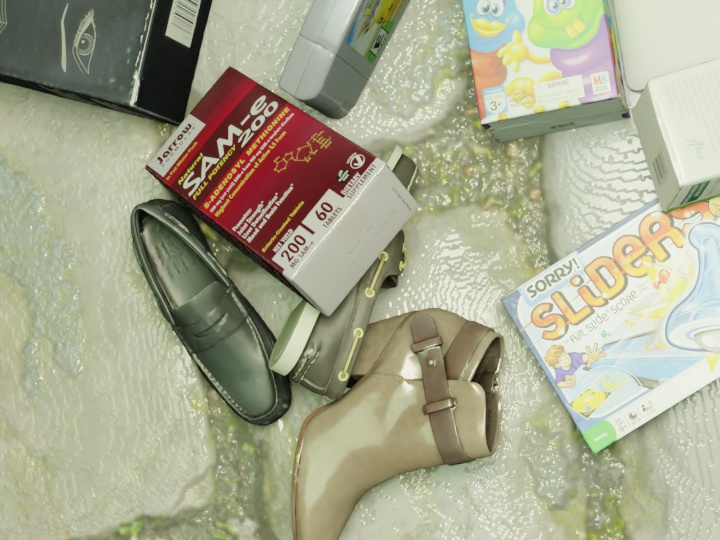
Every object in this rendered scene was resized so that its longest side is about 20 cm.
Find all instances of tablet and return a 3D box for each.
[{"bbox_3d":[0.240,-0.244,1.104,0.129,0.014,0.202,-11,86,31],"label":"tablet"}]

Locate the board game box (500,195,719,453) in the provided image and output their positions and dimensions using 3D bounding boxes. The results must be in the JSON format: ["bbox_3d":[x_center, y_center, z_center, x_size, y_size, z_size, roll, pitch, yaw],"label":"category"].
[{"bbox_3d":[0.222,0.025,1.103,0.199,0.034,0.136,-34,80,10],"label":"board game box"}]

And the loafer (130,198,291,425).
[{"bbox_3d":[-0.123,0.033,1.173,0.068,0.070,0.202,-34,80,11],"label":"loafer"}]

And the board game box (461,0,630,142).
[{"bbox_3d":[0.129,-0.208,1.105,0.104,0.103,0.202,-10,85,13],"label":"board game box"}]

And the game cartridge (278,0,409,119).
[{"bbox_3d":[0.008,-0.212,1.121,0.040,0.133,0.201,29,95,14],"label":"game cartridge"}]

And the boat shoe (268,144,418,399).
[{"bbox_3d":[0.000,0.000,1.135,0.060,0.072,0.203,30,72,-9],"label":"boat shoe"}]

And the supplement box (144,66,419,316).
[{"bbox_3d":[-0.062,-0.064,1.116,0.109,0.061,0.200,-50,48,-6],"label":"supplement box"}]

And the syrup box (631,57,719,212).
[{"bbox_3d":[0.298,-0.113,1.044,0.198,0.079,0.082,-16,80,-1],"label":"syrup box"}]

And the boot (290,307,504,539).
[{"bbox_3d":[0.032,0.125,1.119,0.145,0.070,0.202,2,78,27],"label":"boot"}]

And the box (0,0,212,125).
[{"bbox_3d":[-0.224,-0.238,1.190,0.198,0.117,0.199,15,91,14],"label":"box"}]
